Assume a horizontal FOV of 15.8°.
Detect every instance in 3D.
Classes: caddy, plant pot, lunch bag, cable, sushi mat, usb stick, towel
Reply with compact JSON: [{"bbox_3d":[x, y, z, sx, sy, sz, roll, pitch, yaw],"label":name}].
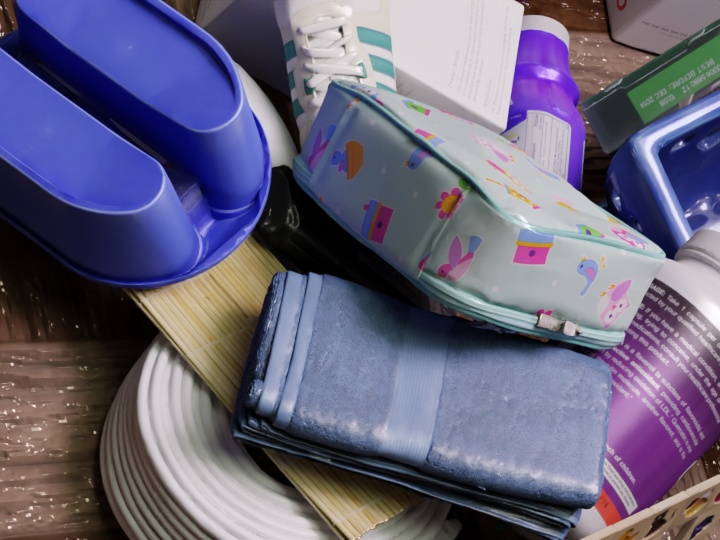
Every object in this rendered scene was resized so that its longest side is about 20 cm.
[{"bbox_3d":[-0.143,-0.079,1.445,0.200,0.105,0.141,36,70,20],"label":"caddy"},{"bbox_3d":[0.270,-0.013,1.691,0.200,0.180,0.200,-25,81,-18],"label":"plant pot"},{"bbox_3d":[0.069,-0.028,1.461,0.160,0.077,0.200,17,17,-45],"label":"lunch bag"},{"bbox_3d":[-0.043,0.104,1.454,0.200,0.069,0.200,43,46,9],"label":"cable"},{"bbox_3d":[-0.038,0.059,1.436,0.096,0.012,0.200,-29,70,-40],"label":"sushi mat"},{"bbox_3d":[0.000,0.000,1.550,0.200,0.033,0.055,38,34,-48],"label":"usb stick"},{"bbox_3d":[0.036,0.071,1.409,0.200,0.049,0.112,16,53,-4],"label":"towel"}]

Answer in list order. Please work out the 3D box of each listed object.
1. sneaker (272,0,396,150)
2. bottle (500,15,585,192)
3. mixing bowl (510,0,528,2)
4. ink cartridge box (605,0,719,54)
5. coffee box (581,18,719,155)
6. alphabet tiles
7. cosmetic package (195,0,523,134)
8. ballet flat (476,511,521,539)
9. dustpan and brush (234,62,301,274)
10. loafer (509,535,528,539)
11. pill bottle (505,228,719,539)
[{"bbox_3d":[-0.008,-0.113,1.551,0.070,0.200,0.093,-11,34,-2],"label":"sneaker"},{"bbox_3d":[0.107,-0.076,1.690,0.065,0.084,0.200,25,54,-25],"label":"bottle"},{"bbox_3d":[0.080,-0.245,1.712,0.200,0.200,0.108,29,79,-23],"label":"mixing bowl"},{"bbox_3d":[0.257,-0.261,1.834,0.084,0.200,0.146,11,59,-31],"label":"ink cartridge box"},{"bbox_3d":[0.242,-0.118,1.751,0.200,0.123,0.044,3,59,-64],"label":"coffee box"},{"bbox_3d":[0.133,0.192,1.508,0.200,0.167,0.008,-18,57,-43],"label":"alphabet tiles"},{"bbox_3d":[0.000,-0.159,1.656,0.200,0.081,0.113,29,51,-22],"label":"cosmetic package"},{"bbox_3d":[0.149,0.117,1.629,0.069,0.063,0.200,53,45,-2],"label":"ballet flat"},{"bbox_3d":[-0.062,-0.020,1.553,0.200,0.057,0.140,43,58,-3],"label":"dustpan and brush"},{"bbox_3d":[0.062,0.202,1.513,0.200,0.063,0.072,-8,41,-32],"label":"loafer"},{"bbox_3d":[0.159,0.071,1.513,0.200,0.112,0.112,-44,97,-14],"label":"pill bottle"}]
